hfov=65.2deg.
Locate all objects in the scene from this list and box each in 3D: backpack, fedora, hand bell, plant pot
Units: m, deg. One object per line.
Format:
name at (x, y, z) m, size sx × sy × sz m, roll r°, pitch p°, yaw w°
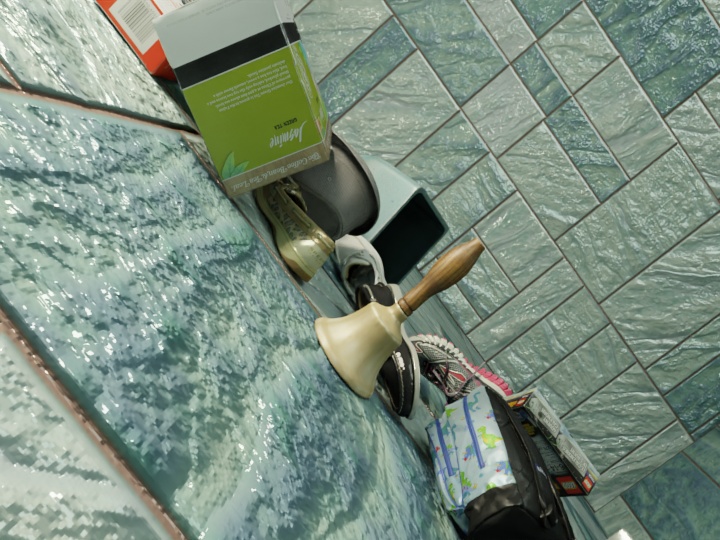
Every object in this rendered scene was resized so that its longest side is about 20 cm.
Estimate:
backpack at (0.151, 0.229, 0.643) m, size 0.163 × 0.151 × 0.203 m, roll 45°, pitch 31°, yaw -29°
fedora at (-0.065, -0.119, 0.850) m, size 0.199 × 0.090 × 0.178 m, roll 41°, pitch -34°, yaw 11°
hand bell at (0.055, 0.036, 0.616) m, size 0.105 × 0.198 × 0.104 m, roll 50°, pitch 8°, yaw -9°
plant pot at (0.023, -0.107, 1.112) m, size 0.201 × 0.197 × 0.195 m, roll 47°, pitch 5°, yaw 31°

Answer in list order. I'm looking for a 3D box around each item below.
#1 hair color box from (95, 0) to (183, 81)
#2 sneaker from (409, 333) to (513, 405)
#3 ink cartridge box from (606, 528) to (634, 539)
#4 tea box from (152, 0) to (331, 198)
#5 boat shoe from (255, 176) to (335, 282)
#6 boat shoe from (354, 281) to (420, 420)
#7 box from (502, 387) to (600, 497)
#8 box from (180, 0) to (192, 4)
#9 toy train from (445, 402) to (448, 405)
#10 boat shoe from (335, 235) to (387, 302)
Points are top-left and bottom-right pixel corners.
hair color box at (-0.261, -0.319, 0.761) m, size 0.112 × 0.063 × 0.200 m, roll 52°, pitch 10°, yaw -9°
sneaker at (0.145, 0.173, 0.894) m, size 0.196 × 0.075 × 0.082 m, roll 29°, pitch -40°, yaw 20°
ink cartridge box at (0.347, 0.466, 0.695) m, size 0.145 × 0.144 × 0.202 m, roll 46°, pitch 11°, yaw -39°
tea box at (-0.125, -0.226, 0.683) m, size 0.201 × 0.130 × 0.202 m, roll -95°, pitch 166°, yaw -66°
boat shoe at (-0.084, -0.069, 0.734) m, size 0.073 × 0.062 × 0.202 m, roll 43°, pitch 13°, yaw -47°
boat shoe at (0.031, 0.096, 0.724) m, size 0.058 × 0.075 × 0.204 m, roll 6°, pitch 48°, yaw -17°
box at (0.213, 0.249, 0.786) m, size 0.138 × 0.040 × 0.200 m, roll 53°, pitch -33°, yaw 3°
box at (-0.320, -0.481, 1.010) m, size 0.165 × 0.085 × 0.200 m, roll 53°, pitch 8°, yaw -3°
toy train at (0.218, 0.277, 0.970) m, size 0.151 × 0.055 × 0.200 m, roll 49°, pitch -3°, yaw 2°
boat shoe at (0.000, 0.000, 0.904) m, size 0.069 × 0.070 × 0.202 m, roll 45°, pitch 13°, yaw -50°
